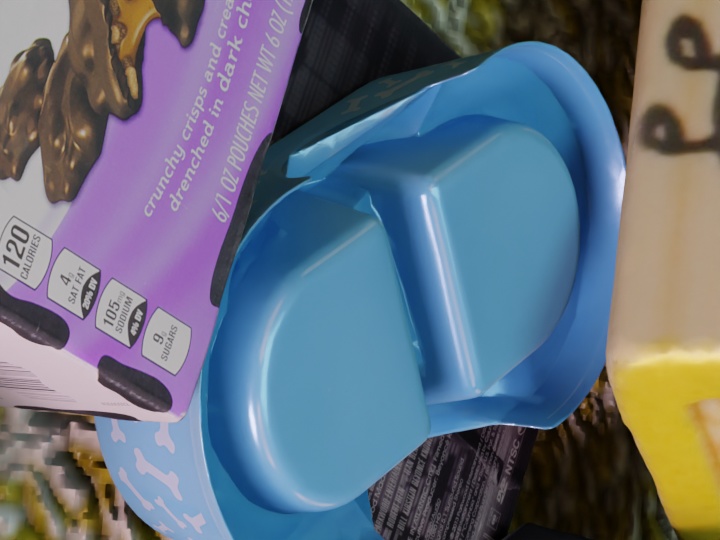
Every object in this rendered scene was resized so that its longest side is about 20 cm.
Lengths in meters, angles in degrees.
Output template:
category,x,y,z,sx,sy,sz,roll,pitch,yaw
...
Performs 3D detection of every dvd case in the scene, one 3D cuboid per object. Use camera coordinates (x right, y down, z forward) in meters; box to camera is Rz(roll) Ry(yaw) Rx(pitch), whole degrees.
category,x,y,z,sx,sy,sz,roll,pitch,yaw
dvd case,0.000,0.000,0.819,0.200,0.016,0.149,38,64,-47

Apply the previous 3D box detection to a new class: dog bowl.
category,x,y,z,sx,sy,sz,roll,pitch,yaw
dog bowl,0.003,0.009,0.770,0.200,0.050,0.112,-36,120,-44

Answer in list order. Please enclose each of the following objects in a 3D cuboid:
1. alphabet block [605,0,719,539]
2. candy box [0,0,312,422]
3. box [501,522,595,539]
category,x,y,z,sx,sy,sz,roll,pitch,yaw
alphabet block,0.193,-0.011,0.868,0.196,0.195,0.200,59,32,-51
candy box,-0.100,-0.079,0.639,0.200,0.072,0.168,35,65,-48
box,0.103,0.177,0.800,0.107,0.200,0.148,-35,122,-37
